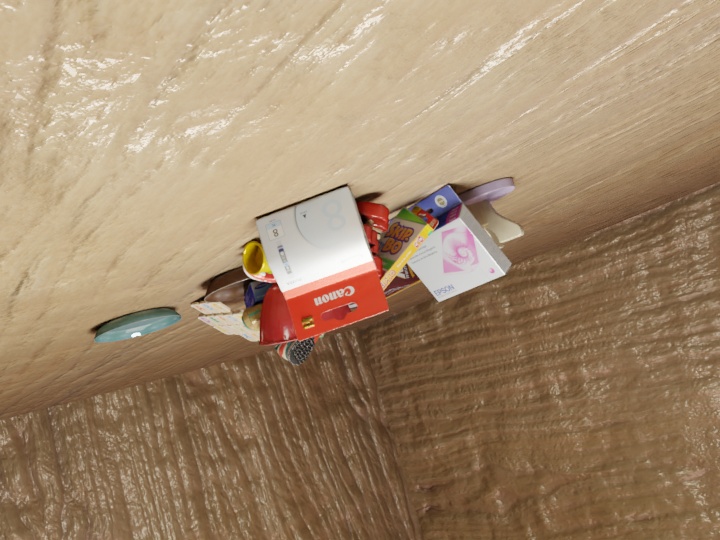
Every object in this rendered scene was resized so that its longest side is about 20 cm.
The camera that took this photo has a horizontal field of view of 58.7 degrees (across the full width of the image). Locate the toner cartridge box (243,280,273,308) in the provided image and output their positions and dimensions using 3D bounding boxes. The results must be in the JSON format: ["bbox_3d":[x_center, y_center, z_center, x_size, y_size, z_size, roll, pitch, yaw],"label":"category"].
[{"bbox_3d":[-0.202,0.054,1.416,0.094,0.044,0.200,-17,172,-18],"label":"toner cartridge box"}]

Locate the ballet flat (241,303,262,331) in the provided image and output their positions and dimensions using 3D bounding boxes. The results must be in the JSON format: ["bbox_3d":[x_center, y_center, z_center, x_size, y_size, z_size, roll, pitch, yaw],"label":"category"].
[{"bbox_3d":[-0.186,0.102,1.392,0.063,0.069,0.200,-33,169,13],"label":"ballet flat"}]

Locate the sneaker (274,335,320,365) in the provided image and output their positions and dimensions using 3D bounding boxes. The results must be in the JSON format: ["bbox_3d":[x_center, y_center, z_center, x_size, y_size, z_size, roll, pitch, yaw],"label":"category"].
[{"bbox_3d":[-0.128,0.133,1.535,0.093,0.071,0.200,13,-125,46],"label":"sneaker"}]

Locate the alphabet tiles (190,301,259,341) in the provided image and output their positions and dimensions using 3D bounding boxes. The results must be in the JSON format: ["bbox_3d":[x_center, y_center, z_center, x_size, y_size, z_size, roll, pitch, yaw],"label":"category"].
[{"bbox_3d":[-0.302,0.126,1.530,0.199,0.015,0.195,-7,144,46],"label":"alphabet tiles"}]

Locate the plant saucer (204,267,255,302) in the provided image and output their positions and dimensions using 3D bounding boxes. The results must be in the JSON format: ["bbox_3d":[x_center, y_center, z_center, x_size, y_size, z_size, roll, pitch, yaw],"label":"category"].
[{"bbox_3d":[-0.244,0.022,1.382,0.198,0.035,0.200,-19,172,-3],"label":"plant saucer"}]

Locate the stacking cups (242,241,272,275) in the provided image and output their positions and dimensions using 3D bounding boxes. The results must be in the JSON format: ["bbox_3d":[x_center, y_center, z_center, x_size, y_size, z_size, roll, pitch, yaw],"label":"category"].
[{"bbox_3d":[-0.128,-0.030,1.205,0.060,0.061,0.199,-25,169,38],"label":"stacking cups"}]

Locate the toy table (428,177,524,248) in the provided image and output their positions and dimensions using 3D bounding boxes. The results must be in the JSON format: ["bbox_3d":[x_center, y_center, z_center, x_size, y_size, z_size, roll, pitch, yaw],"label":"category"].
[{"bbox_3d":[0.245,-0.100,1.351,0.183,0.118,0.199,-9,169,-44],"label":"toy table"}]

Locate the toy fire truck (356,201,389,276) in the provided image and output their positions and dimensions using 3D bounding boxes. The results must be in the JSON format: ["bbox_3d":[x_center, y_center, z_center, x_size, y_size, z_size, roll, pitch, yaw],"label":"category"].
[{"bbox_3d":[-0.037,-0.058,1.141,0.166,0.114,0.200,8,173,3],"label":"toy fire truck"}]

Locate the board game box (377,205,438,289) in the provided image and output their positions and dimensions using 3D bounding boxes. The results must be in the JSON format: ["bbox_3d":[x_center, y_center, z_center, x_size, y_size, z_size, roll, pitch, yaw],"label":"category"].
[{"bbox_3d":[0.059,-0.038,1.222,0.200,0.096,0.030,-48,126,2],"label":"board game box"}]

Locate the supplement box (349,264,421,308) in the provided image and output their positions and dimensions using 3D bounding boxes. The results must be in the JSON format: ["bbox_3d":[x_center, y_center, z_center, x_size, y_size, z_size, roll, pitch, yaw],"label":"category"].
[{"bbox_3d":[0.000,0.000,1.410,0.198,0.134,0.197,-12,169,-35],"label":"supplement box"}]

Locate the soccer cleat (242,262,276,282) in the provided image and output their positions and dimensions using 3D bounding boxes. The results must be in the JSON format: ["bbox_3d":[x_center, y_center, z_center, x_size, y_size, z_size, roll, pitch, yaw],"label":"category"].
[{"bbox_3d":[-0.159,-0.008,1.267,0.085,0.069,0.199,-27,171,41],"label":"soccer cleat"}]

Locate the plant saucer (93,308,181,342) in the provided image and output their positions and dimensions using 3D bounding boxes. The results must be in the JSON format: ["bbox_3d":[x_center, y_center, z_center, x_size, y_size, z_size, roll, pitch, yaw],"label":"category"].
[{"bbox_3d":[-0.516,0.124,1.482,0.198,0.028,0.200,-18,171,-3],"label":"plant saucer"}]

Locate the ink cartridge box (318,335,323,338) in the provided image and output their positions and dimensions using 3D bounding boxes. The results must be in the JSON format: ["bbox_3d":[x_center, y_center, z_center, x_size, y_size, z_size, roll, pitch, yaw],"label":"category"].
[{"bbox_3d":[-0.188,0.128,1.730,0.145,0.085,0.200,24,160,-20],"label":"ink cartridge box"}]

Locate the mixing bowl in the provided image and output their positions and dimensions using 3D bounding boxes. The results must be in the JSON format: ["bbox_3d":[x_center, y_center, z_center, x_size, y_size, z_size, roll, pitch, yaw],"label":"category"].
[{"bbox_3d":[-0.117,0.069,1.258,0.198,0.110,0.200,-15,-178,1],"label":"mixing bowl"}]

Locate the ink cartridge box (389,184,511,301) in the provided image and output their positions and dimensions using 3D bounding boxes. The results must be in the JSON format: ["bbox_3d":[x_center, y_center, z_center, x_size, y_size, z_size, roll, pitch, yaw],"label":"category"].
[{"bbox_3d":[0.165,-0.046,1.267,0.196,0.200,0.043,-29,-163,51],"label":"ink cartridge box"}]

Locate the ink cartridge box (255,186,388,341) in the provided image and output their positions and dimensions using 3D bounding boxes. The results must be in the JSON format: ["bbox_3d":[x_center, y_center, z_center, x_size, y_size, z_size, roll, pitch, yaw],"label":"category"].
[{"bbox_3d":[-0.060,-0.010,1.000,0.158,0.202,0.047,-19,172,6],"label":"ink cartridge box"}]
